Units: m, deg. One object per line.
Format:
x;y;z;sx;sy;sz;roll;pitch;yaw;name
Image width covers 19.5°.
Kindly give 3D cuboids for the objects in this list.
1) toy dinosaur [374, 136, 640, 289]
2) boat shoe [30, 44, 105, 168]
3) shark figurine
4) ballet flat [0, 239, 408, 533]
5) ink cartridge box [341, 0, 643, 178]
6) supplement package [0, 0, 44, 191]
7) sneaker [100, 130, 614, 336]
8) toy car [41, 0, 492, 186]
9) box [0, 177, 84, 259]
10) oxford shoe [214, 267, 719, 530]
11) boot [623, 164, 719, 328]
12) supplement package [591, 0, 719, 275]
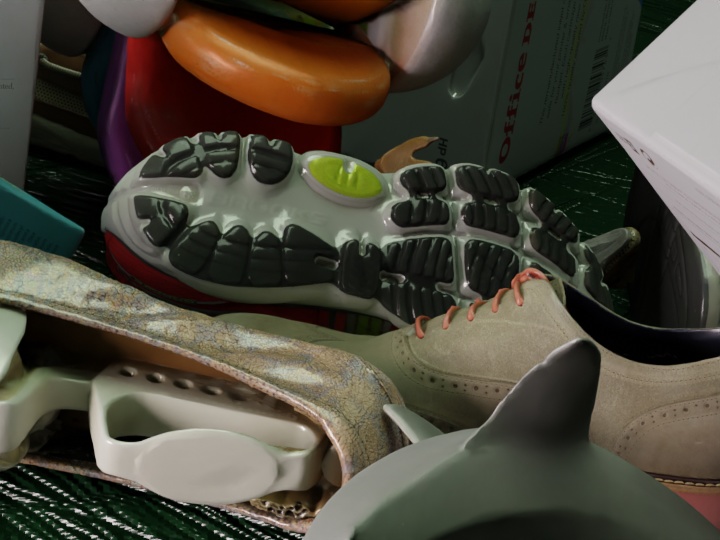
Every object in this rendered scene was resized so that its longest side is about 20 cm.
0.014;-0.015;0.868;0.198;0.061;0.106;15;-12;26;toy dinosaur
-0.119;-0.092;0.966;0.198;0.073;0.076;9;19;0;boat shoe
0.033;0.060;0.546;0.128;0.090;0.214;45;29;24;shark figurine
-0.083;0.036;0.640;0.198;0.069;0.067;10;26;6;ballet flat
0.075;-0.132;1.060;0.084;0.146;0.200;17;20;21;ink cartridge box
-0.234;-0.123;0.808;0.190;0.202;0.147;-2;22;-32;supplement package
0.000;0.000;0.772;0.198;0.078;0.085;17;-23;-17;sneaker
-0.053;-0.089;0.856;0.173;0.152;0.200;9;-3;-25;toy car
-0.190;-0.043;0.696;0.082;0.049;0.200;28;-3;41;box
0.040;0.030;0.696;0.198;0.076;0.071;9;20;1;oxford shoe
0.190;-0.001;0.863;0.152;0.074;0.204;12;21;-1;boot
0.190;-0.007;0.652;0.200;0.121;0.120;48;-1;-30;supplement package
